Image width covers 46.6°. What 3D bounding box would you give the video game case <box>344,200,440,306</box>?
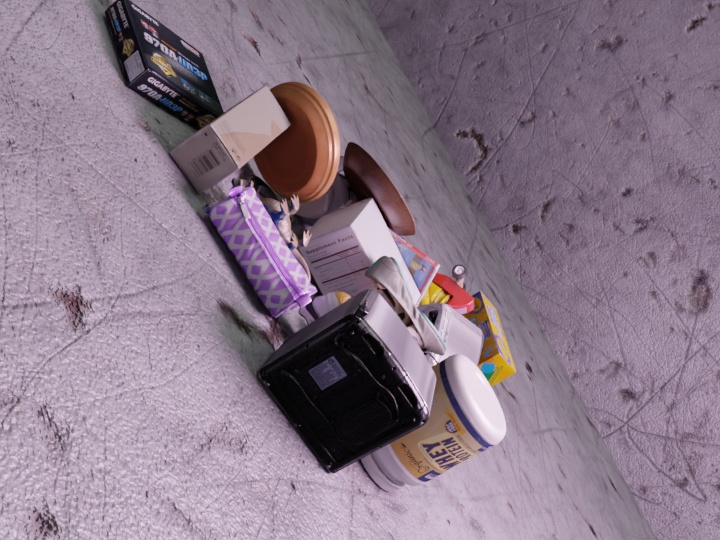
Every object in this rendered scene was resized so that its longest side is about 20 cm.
[{"bbox_3d":[0.035,-0.018,1.501,0.199,0.144,0.017,36,45,11],"label":"video game case"}]

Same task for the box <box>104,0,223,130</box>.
[{"bbox_3d":[-0.308,-0.323,1.337,0.200,0.046,0.160,28,35,-59],"label":"box"}]

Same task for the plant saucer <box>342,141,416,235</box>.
[{"bbox_3d":[0.025,-0.135,1.486,0.201,0.036,0.201,53,-7,9],"label":"plant saucer"}]

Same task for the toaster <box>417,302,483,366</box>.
[{"bbox_3d":[0.154,0.150,1.600,0.129,0.113,0.202,39,59,-35],"label":"toaster"}]

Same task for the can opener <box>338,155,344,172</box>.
[{"bbox_3d":[-0.077,-0.230,1.795,0.067,0.053,0.200,57,16,-5],"label":"can opener"}]

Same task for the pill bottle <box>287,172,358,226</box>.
[{"bbox_3d":[-0.060,-0.133,1.580,0.112,0.110,0.200,61,18,12],"label":"pill bottle"}]

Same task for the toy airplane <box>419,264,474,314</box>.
[{"bbox_3d":[0.109,0.041,1.701,0.200,0.198,0.142,40,59,-24],"label":"toy airplane"}]

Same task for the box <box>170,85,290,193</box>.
[{"bbox_3d":[-0.196,-0.206,1.294,0.078,0.094,0.200,56,33,-14],"label":"box"}]

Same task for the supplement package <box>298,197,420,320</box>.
[{"bbox_3d":[0.000,0.000,1.428,0.202,0.116,0.117,63,30,-16],"label":"supplement package"}]

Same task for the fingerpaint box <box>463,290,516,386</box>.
[{"bbox_3d":[0.218,0.165,1.737,0.073,0.166,0.201,46,20,-31],"label":"fingerpaint box"}]

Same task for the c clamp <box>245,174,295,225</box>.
[{"bbox_3d":[-0.147,-0.073,1.397,0.171,0.027,0.201,44,23,-24],"label":"c clamp"}]

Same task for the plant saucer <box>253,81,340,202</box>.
[{"bbox_3d":[-0.118,-0.212,1.400,0.037,0.200,0.202,-19,76,-47],"label":"plant saucer"}]

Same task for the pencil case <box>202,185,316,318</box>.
[{"bbox_3d":[-0.142,-0.030,1.221,0.084,0.085,0.201,-34,92,-32],"label":"pencil case"}]

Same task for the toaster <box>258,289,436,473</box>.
[{"bbox_3d":[-0.007,0.142,1.121,0.182,0.199,0.119,53,22,-9],"label":"toaster"}]

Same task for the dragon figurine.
[{"bbox_3d":[-0.135,-0.057,1.295,0.059,0.098,0.202,-36,110,-55],"label":"dragon figurine"}]

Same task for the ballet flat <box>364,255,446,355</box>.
[{"bbox_3d":[0.068,0.070,1.351,0.201,0.063,0.067,59,-15,-19],"label":"ballet flat"}]

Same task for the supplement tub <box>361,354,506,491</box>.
[{"bbox_3d":[0.101,0.232,1.252,0.145,0.199,0.145,49,19,-24],"label":"supplement tub"}]

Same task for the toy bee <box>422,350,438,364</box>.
[{"bbox_3d":[0.008,0.153,1.336,0.199,0.109,0.131,37,34,4],"label":"toy bee"}]

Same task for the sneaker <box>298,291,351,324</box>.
[{"bbox_3d":[-0.043,0.135,1.248,0.076,0.086,0.203,-9,91,-75],"label":"sneaker"}]
